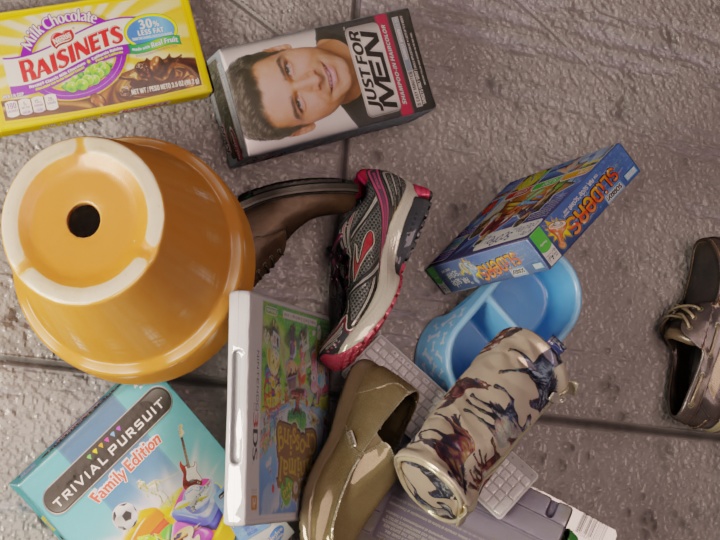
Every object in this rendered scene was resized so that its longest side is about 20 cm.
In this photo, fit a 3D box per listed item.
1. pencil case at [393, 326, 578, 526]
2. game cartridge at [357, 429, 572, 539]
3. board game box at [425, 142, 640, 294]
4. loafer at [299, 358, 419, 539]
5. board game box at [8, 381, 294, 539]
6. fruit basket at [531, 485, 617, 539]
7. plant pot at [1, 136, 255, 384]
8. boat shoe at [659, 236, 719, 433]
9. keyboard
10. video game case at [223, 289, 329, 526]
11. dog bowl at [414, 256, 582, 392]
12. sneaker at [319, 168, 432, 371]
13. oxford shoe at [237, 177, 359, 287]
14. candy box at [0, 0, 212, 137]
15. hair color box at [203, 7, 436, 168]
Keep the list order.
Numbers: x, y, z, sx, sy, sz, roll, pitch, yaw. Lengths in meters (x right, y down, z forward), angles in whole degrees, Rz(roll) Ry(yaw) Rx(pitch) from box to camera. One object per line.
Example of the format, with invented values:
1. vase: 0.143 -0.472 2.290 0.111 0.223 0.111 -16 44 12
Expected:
1. pencil case: 0.110 0.136 1.208 0.089 0.079 0.200 25 50 26
2. game cartridge: 0.077 0.231 1.237 0.198 0.038 0.131 24 71 10
3. board game box: 0.154 -0.044 1.262 0.135 0.200 0.035 -44 101 -21
4. loafer: 0.001 0.173 1.197 0.066 0.076 0.203 6 67 22
5. board game box: -0.175 0.203 1.171 0.151 0.047 0.201 -44 102 -22
6. fruit basket: 0.124 0.286 1.284 0.198 0.094 0.187 26 73 -2
7. plant pot: -0.193 -0.020 1.078 0.197 0.183 0.204 -1 79 4
8. boat shoe: 0.350 0.063 1.405 0.072 0.074 0.204 6 80 -23
9. keyboard: 0.071 0.141 1.256 0.200 0.011 0.056 41 64 18
10. video game case: -0.067 0.120 1.166 0.022 0.200 0.185 -1 82 17
11. dog bowl: 0.139 0.057 1.326 0.112 0.049 0.200 47 69 -12
12. sneaker: 0.000 0.000 1.259 0.074 0.081 0.202 24 61 -7
13. oxford shoe: -0.090 -0.032 1.229 0.197 0.073 0.086 -18 93 -12
14. candy box: -0.236 -0.186 1.205 0.197 0.026 0.104 -15 86 -25
15. hair color box: -0.037 -0.170 1.271 0.197 0.060 0.101 -17 91 -24
